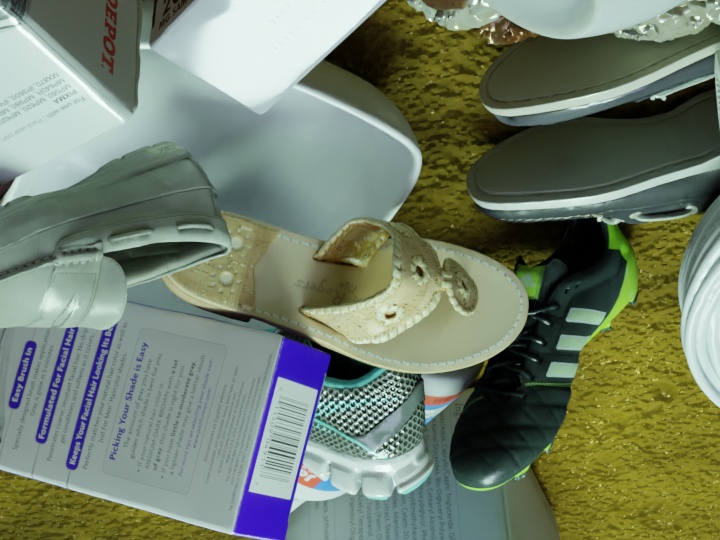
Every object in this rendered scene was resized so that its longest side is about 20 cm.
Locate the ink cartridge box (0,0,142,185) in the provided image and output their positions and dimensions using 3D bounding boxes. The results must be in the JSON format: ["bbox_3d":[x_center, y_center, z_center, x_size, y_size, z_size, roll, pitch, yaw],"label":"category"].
[{"bbox_3d":[-0.191,-0.157,0.751,0.084,0.144,0.200,-24,136,23],"label":"ink cartridge box"}]

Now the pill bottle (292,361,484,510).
[{"bbox_3d":[-0.019,0.080,1.076,0.112,0.112,0.200,20,133,-27],"label":"pill bottle"}]

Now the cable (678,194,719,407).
[{"bbox_3d":[0.280,0.007,0.955,0.200,0.069,0.200,2,127,-6],"label":"cable"}]

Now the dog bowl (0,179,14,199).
[{"bbox_3d":[-0.240,-0.090,0.786,0.074,0.200,0.200,-27,135,18],"label":"dog bowl"}]

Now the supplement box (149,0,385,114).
[{"bbox_3d":[-0.029,-0.175,0.702,0.061,0.200,0.109,30,129,-29],"label":"supplement box"}]

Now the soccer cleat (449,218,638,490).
[{"bbox_3d":[0.103,0.042,1.003,0.067,0.200,0.081,7,139,40],"label":"soccer cleat"}]

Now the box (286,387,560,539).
[{"bbox_3d":[0.049,0.226,1.191,0.171,0.200,0.199,-14,139,13],"label":"box"}]

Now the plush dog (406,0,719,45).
[{"bbox_3d":[0.130,-0.169,0.803,0.200,0.161,0.172,3,161,17],"label":"plush dog"}]

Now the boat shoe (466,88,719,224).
[{"bbox_3d":[0.162,-0.057,0.969,0.200,0.074,0.060,-16,135,0],"label":"boat shoe"}]

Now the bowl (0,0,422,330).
[{"bbox_3d":[-0.087,-0.063,0.930,0.200,0.075,0.200,19,135,-26],"label":"bowl"}]

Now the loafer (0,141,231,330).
[{"bbox_3d":[-0.141,-0.002,0.807,0.200,0.070,0.070,-30,170,-40],"label":"loafer"}]

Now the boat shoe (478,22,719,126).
[{"bbox_3d":[0.165,-0.111,0.901,0.200,0.073,0.063,-19,135,9],"label":"boat shoe"}]

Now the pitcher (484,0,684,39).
[{"bbox_3d":[0.100,-0.200,0.650,0.172,0.200,0.121,40,160,8],"label":"pitcher"}]

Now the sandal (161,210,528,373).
[{"bbox_3d":[-0.001,0.006,0.891,0.211,0.078,0.070,11,166,-12],"label":"sandal"}]

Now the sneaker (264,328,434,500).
[{"bbox_3d":[-0.048,0.061,0.974,0.200,0.078,0.091,12,116,13],"label":"sneaker"}]

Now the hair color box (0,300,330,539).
[{"bbox_3d":[-0.126,0.075,0.933,0.200,0.109,0.065,11,172,26],"label":"hair color box"}]

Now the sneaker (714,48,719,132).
[{"bbox_3d":[0.263,-0.034,0.838,0.146,0.081,0.200,-10,105,8],"label":"sneaker"}]
